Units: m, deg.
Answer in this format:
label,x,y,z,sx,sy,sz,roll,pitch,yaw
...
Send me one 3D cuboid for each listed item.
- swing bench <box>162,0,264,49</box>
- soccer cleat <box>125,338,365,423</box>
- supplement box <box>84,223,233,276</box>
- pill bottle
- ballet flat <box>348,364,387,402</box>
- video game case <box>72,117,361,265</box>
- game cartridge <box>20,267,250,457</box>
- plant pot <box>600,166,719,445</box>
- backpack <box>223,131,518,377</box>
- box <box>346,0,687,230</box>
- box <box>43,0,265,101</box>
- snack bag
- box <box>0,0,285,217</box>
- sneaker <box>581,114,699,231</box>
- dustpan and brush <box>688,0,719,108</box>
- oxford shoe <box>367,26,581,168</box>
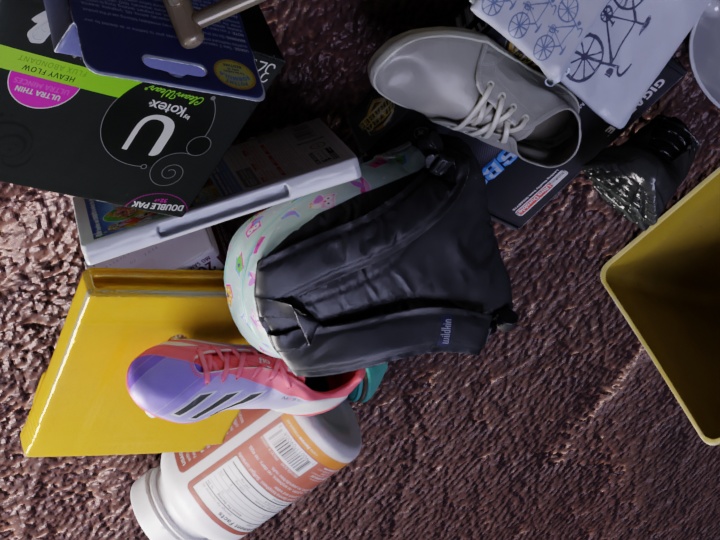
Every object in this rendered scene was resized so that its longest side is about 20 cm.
label,x,y,z,sx,sy,sz,roll,pitch,yaw
swing bench,-0.055,-0.269,0.930,0.197,0.201,0.130,-23,153,0
soccer cleat,-0.086,0.079,1.277,0.199,0.067,0.076,7,152,-41
supplement box,-0.127,0.035,1.364,0.108,0.061,0.200,-30,143,8
pill bottle,-0.106,0.171,1.497,0.199,0.113,0.112,-36,141,17
ballet flat,0.001,0.046,1.445,0.070,0.067,0.201,-33,146,-11
video game case,-0.108,-0.060,1.204,0.198,0.143,0.018,-18,109,-7
game cartridge,-0.162,0.076,1.321,0.175,0.033,0.201,2,138,-29
plant pot,0.379,0.029,1.533,0.200,0.201,0.176,-42,151,24
backpack,0.000,0.000,1.238,0.199,0.126,0.168,-23,102,-17
box,0.124,-0.135,1.303,0.200,0.050,0.198,-42,138,24
box,-0.133,-0.178,0.982,0.120,0.201,0.032,7,142,-36
snack bag,0.187,-0.213,1.194,0.200,0.021,0.189,34,93,-41
box,-0.179,-0.142,1.068,0.199,0.125,0.149,10,131,-37
sneaker,0.234,-0.089,1.361,0.091,0.076,0.200,-50,176,5
dustpan and brush,0.295,-0.200,1.320,0.199,0.057,0.140,14,118,-47
oxford shoe,0.092,-0.124,1.215,0.199,0.058,0.075,17,130,-37
